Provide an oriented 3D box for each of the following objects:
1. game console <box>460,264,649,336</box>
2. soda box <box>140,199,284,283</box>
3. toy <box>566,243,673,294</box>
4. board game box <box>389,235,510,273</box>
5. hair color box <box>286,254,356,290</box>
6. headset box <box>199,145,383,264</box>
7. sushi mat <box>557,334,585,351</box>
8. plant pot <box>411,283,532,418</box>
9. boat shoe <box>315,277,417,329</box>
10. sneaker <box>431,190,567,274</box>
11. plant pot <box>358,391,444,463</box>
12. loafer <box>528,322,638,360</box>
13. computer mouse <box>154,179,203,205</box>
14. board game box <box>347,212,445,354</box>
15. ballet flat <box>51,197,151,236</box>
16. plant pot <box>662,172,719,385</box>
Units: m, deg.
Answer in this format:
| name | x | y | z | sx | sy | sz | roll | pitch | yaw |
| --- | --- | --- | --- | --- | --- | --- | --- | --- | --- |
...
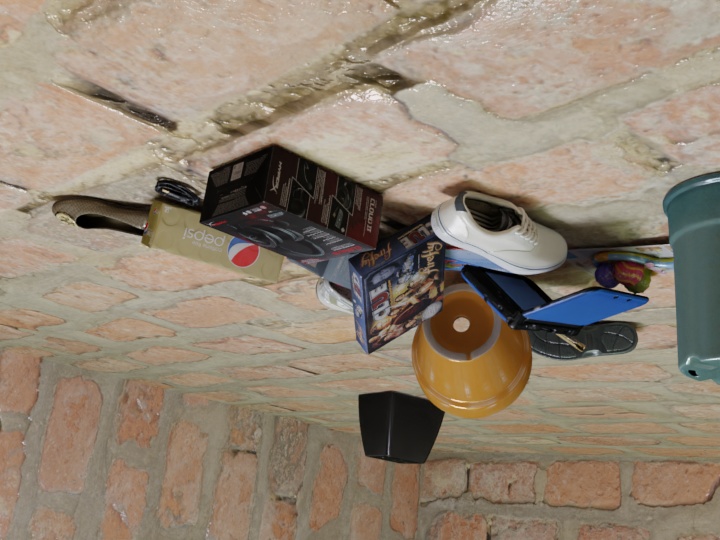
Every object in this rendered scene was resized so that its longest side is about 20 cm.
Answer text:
| name | x | y | z | sx | sy | sz | roll | pitch | yaw |
| --- | --- | --- | --- | --- | --- | --- | --- | --- | --- |
| game console | 0.263 | 0.021 | 1.284 | 0.199 | 0.119 | 0.171 | 10 | -149 | -52 |
| soda box | -0.209 | -0.041 | 1.372 | 0.198 | 0.069 | 0.064 | 17 | -179 | -27 |
| toy | 0.373 | 0.002 | 1.281 | 0.198 | 0.048 | 0.114 | -7 | 157 | 42 |
| board game box | 0.148 | -0.022 | 1.365 | 0.197 | 0.020 | 0.103 | 3 | 163 | 17 |
| hair color box | 0.000 | 0.000 | 1.388 | 0.199 | 0.061 | 0.099 | 22 | -178 | -41 |
| headset box | -0.079 | -0.074 | 1.203 | 0.198 | 0.078 | 0.148 | 23 | 158 | -37 |
| sushi mat | 0.247 | 0.060 | 1.425 | 0.199 | 0.012 | 0.096 | 35 | -176 | 20 |
| plant pot | 0.171 | 0.112 | 1.510 | 0.197 | 0.203 | 0.184 | 4 | 157 | 14 |
| boat shoe | 0.025 | 0.050 | 1.584 | 0.199 | 0.075 | 0.065 | 20 | 166 | -14 |
| sneaker | 0.185 | -0.045 | 1.174 | 0.197 | 0.074 | 0.071 | 12 | 157 | -26 |
| plant pot | 0.109 | 0.463 | 2.761 | 0.197 | 0.180 | 0.199 | 17 | 163 | -27 |
| loafer | 0.386 | 0.126 | 1.666 | 0.197 | 0.073 | 0.063 | 0 | 168 | 21 |
| computer mouse | -0.192 | -0.081 | 1.313 | 0.198 | 0.035 | 0.058 | 17 | 163 | -24 |
| board game box | 0.052 | 0.023 | 1.300 | 0.134 | 0.035 | 0.201 | -29 | 149 | -15 |
| ballet flat | -0.367 | -0.072 | 1.409 | 0.197 | 0.047 | 0.067 | 7 | 163 | 6 |
| plant pot | 0.430 | 0.020 | 1.045 | 0.197 | 0.199 | 0.200 | 8 | 165 | 2 |
